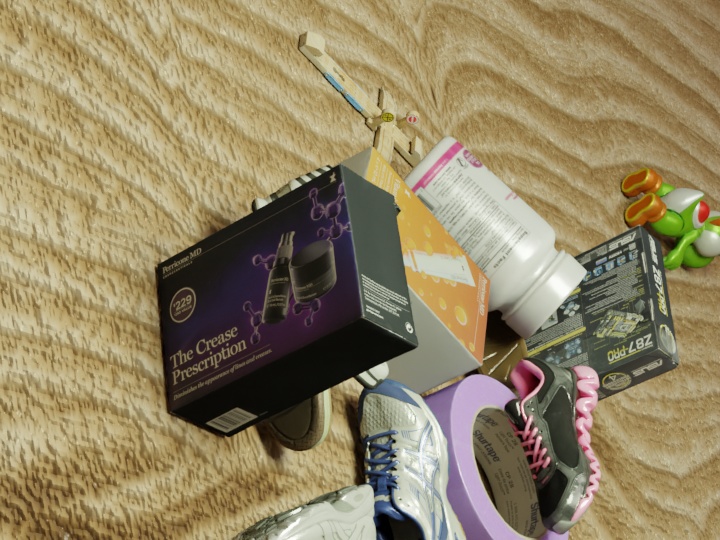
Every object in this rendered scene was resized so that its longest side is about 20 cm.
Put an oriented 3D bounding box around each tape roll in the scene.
[{"bbox_3d":[0.121,0.205,1.723,0.200,0.065,0.201,40,36,-37],"label":"tape roll"}]

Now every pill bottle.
[{"bbox_3d":[0.125,-0.031,1.814,0.200,0.113,0.113,43,30,2],"label":"pill bottle"}]

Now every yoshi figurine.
[{"bbox_3d":[0.438,-0.056,2.460,0.199,0.113,0.112,27,2,-28],"label":"yoshi figurine"}]

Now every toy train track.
[{"bbox_3d":[0.010,-0.184,1.890,0.200,0.032,0.115,43,35,-32],"label":"toy train track"}]

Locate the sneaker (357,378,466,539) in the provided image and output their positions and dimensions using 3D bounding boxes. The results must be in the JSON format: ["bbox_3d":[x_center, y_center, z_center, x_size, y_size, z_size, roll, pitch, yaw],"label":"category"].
[{"bbox_3d":[0.036,0.191,1.585,0.088,0.075,0.201,4,63,-57],"label":"sneaker"}]

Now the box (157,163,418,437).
[{"bbox_3d":[-0.062,0.026,1.424,0.079,0.199,0.142,30,42,-45],"label":"box"}]

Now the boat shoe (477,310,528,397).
[{"bbox_3d":[0.137,0.049,1.888,0.065,0.071,0.201,88,-1,-58],"label":"boat shoe"}]

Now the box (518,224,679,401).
[{"bbox_3d":[0.232,0.062,1.881,0.049,0.199,0.162,37,37,-38],"label":"box"}]

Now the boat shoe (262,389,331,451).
[{"bbox_3d":[-0.064,0.060,1.538,0.076,0.071,0.201,23,47,-66],"label":"boat shoe"}]

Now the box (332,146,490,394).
[{"bbox_3d":[0.026,0.005,1.694,0.200,0.097,0.125,47,33,-29],"label":"box"}]

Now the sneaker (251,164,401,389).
[{"bbox_3d":[0.000,0.000,1.552,0.201,0.115,0.076,60,-1,-16],"label":"sneaker"}]

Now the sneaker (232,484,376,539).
[{"bbox_3d":[-0.033,0.236,1.435,0.200,0.078,0.100,-11,80,-60],"label":"sneaker"}]

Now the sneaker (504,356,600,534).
[{"bbox_3d":[0.178,0.164,1.730,0.095,0.079,0.201,24,42,-19],"label":"sneaker"}]
